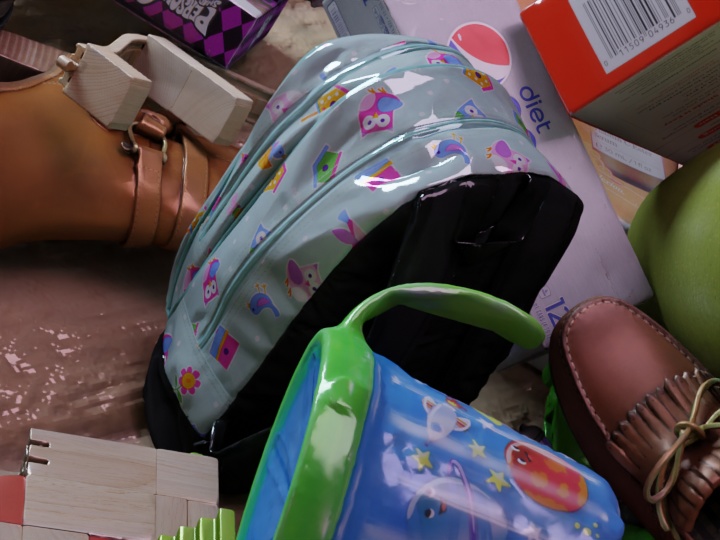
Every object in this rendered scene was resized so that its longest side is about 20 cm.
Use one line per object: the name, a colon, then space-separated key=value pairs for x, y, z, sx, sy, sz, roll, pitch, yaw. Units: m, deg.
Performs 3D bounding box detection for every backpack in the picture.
backpack: x=0.000 y=0.000 z=0.953 sx=0.166 sy=0.201 sz=0.127 roll=-6 pitch=50 yaw=-43

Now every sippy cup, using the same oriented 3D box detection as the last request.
sippy cup: x=0.024 y=0.106 z=0.829 sx=0.129 sy=0.179 sz=0.140 roll=19 pitch=19 yaw=-6

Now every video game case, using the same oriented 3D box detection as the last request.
video game case: x=-0.126 y=-0.176 z=1.148 sx=0.181 sy=0.036 sz=0.200 roll=34 pitch=11 yaw=-3

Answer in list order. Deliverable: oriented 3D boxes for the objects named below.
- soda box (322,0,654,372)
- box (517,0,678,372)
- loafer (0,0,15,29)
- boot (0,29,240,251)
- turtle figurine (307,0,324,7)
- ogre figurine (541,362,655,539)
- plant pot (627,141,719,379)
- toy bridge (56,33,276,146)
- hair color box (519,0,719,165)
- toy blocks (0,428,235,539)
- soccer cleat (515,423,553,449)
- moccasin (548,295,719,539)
soda box: x=0.059 y=-0.059 z=1.040 sx=0.068 sy=0.063 sz=0.201 roll=-24 pitch=86 yaw=-24
box: x=0.085 y=-0.066 z=1.191 sx=0.151 sy=0.107 sz=0.200 roll=30 pitch=34 yaw=-6
loafer: x=-0.193 y=-0.143 z=0.969 sx=0.072 sy=0.063 sz=0.200 roll=44 pitch=19 yaw=7
boot: x=-0.125 y=-0.029 z=1.008 sx=0.154 sy=0.077 sz=0.200 roll=24 pitch=25 yaw=-15
turtle figurine: x=0.009 y=-0.177 z=1.161 sx=0.101 sy=0.149 sz=0.200 roll=64 pitch=4 yaw=-2
ogre figurine: x=0.147 y=0.113 z=1.041 sx=0.119 sy=0.099 sz=0.200 roll=8 pitch=23 yaw=-6
plant pot: x=0.214 y=0.001 z=1.008 sx=0.186 sy=0.189 sz=0.200 roll=14 pitch=-4 yaw=-27
toy bridge: x=-0.084 y=-0.086 z=1.044 sx=0.067 sy=0.027 sz=0.200 roll=37 pitch=14 yaw=25
hair color box: x=0.166 y=-0.109 z=1.078 sx=0.200 sy=0.101 sz=0.062 roll=14 pitch=48 yaw=-63
toy blocks: x=-0.122 y=0.130 z=0.803 sx=0.135 sy=0.100 sz=0.201 roll=10 pitch=39 yaw=-13
soccer cleat: x=0.056 y=0.145 z=0.943 sx=0.073 sy=0.068 sz=0.200 roll=34 pitch=38 yaw=-1
moccasin: x=0.152 y=0.094 z=0.944 sx=0.073 sy=0.078 sz=0.202 roll=-26 pitch=72 yaw=-13
